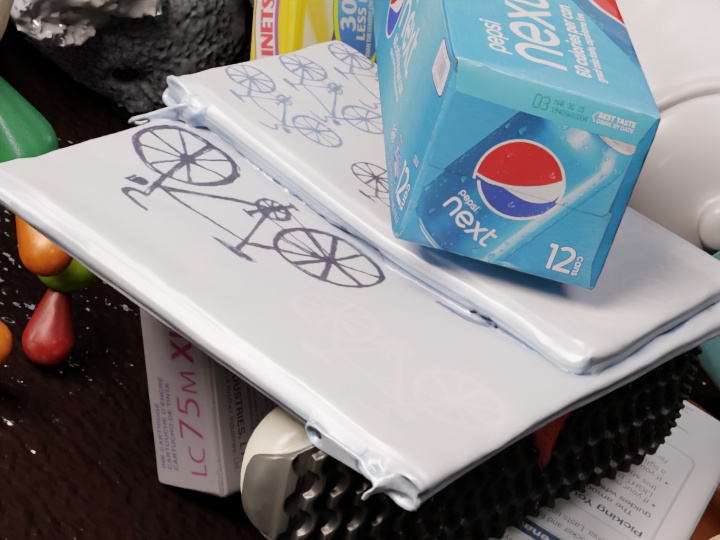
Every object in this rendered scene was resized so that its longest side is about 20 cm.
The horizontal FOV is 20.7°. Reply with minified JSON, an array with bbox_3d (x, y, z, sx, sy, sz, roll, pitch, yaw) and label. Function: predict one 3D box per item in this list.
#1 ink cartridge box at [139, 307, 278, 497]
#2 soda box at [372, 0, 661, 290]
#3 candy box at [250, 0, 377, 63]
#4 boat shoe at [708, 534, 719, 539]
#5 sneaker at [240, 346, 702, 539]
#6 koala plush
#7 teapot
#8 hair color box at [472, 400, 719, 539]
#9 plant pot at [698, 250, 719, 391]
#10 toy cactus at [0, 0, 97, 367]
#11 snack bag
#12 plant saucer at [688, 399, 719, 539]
[{"bbox_3d":[0.000,0.000,0.751,0.042,0.120,0.200,6,16,44],"label":"ink cartridge box"},{"bbox_3d":[0.047,-0.074,0.677,0.068,0.064,0.200,14,27,-9],"label":"soda box"},{"bbox_3d":[-0.004,-0.049,0.790,0.026,0.200,0.102,9,7,44],"label":"candy box"},{"bbox_3d":[0.166,0.175,0.689,0.200,0.074,0.069,63,13,-4],"label":"boat shoe"},{"bbox_3d":[0.023,0.037,0.652,0.200,0.070,0.093,-17,38,-41],"label":"sneaker"},{"bbox_3d":[-0.067,-0.131,0.883,0.200,0.184,0.177,3,24,-13],"label":"koala plush"},{"bbox_3d":[0.141,-0.053,0.942,0.197,0.200,0.146,24,23,-29],"label":"teapot"},{"bbox_3d":[0.052,0.101,0.685,0.100,0.061,0.200,31,36,10],"label":"hair color box"},{"bbox_3d":[0.256,0.071,0.886,0.200,0.141,0.141,61,11,31],"label":"plant pot"},{"bbox_3d":[-0.156,-0.057,0.663,0.200,0.165,0.102,25,8,-27],"label":"toy cactus"},{"bbox_3d":[0.002,-0.012,0.629,0.188,0.021,0.200,34,33,25],"label":"snack bag"},{"bbox_3d":[0.121,0.109,0.826,0.200,0.032,0.200,26,27,-14],"label":"plant saucer"}]
